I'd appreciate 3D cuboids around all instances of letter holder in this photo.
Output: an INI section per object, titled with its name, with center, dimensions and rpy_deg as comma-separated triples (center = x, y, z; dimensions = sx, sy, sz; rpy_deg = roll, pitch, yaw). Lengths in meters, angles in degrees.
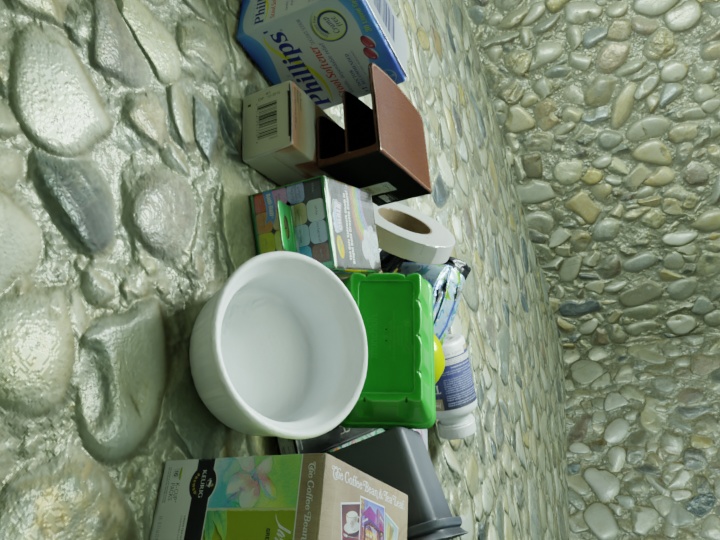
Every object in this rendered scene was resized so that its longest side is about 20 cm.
[letter holder]
center = 0.022, -0.201, 0.946
dimensions = 0.199, 0.099, 0.146
rpy_deg = 21, 62, -61

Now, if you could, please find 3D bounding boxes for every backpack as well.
[backpack]
center = 0.108, 0.066, 1.193
dimensions = 0.153, 0.160, 0.204
rpy_deg = 30, 71, -56

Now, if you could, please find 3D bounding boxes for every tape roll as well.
[tape roll]
center = 0.075, -0.074, 1.123
dimensions = 0.202, 0.200, 0.038
rpy_deg = -31, 147, -64

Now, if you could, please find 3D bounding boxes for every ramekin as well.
[ramekin]
center = -0.096, 0.090, 0.710
dimensions = 0.198, 0.097, 0.205
rpy_deg = 16, 63, -35

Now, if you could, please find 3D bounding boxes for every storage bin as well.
[storage bin]
center = 0.019, 0.289, 0.784
dimensions = 0.145, 0.197, 0.137
rpy_deg = 35, 34, -59

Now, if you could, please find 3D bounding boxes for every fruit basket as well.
[fruit basket]
center = 0.045, 0.112, 0.855
dimensions = 0.216, 0.152, 0.221
rpy_deg = 0, 90, -87

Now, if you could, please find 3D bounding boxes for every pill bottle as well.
[pill bottle]
center = 0.186, 0.247, 1.331
dimensions = 0.111, 0.109, 0.205
rpy_deg = -19, 98, -65

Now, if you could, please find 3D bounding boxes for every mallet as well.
[mallet]
center = 0.040, 0.015, 1.109
dimensions = 0.202, 0.041, 0.066
rpy_deg = -61, 140, -22

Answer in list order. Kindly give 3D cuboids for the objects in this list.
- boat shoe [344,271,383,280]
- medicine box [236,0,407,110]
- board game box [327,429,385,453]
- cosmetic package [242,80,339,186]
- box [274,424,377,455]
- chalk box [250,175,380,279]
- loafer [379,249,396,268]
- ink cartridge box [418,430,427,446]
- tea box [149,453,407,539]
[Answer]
[boat shoe]
center = 0.000, 0.000, 1.039
dimensions = 0.203, 0.072, 0.063
rpy_deg = 60, -9, 6
[medicine box]
center = -0.052, -0.349, 0.934
dimensions = 0.182, 0.196, 0.105
rpy_deg = 46, 38, -50
[board game box]
center = -0.008, 0.291, 0.955
dimensions = 0.200, 0.029, 0.137
rpy_deg = 51, 47, -48
[cosmetic package]
center = -0.083, -0.179, 0.931
dimensions = 0.199, 0.086, 0.106
rpy_deg = 27, 56, -61
[box]
center = -0.058, 0.135, 0.843
dimensions = 0.158, 0.043, 0.205
rpy_deg = -6, 81, -47
[chalk box]
center = -0.070, -0.051, 0.871
dimensions = 0.199, 0.121, 0.128
rpy_deg = 5, 77, -64
[loafer]
center = 0.041, -0.036, 1.173
dimensions = 0.071, 0.067, 0.201
rpy_deg = 64, 24, -12
[ink cartridge box]
center = 0.096, 0.287, 1.142
dimensions = 0.197, 0.042, 0.204
rpy_deg = -74, 147, -72
[tea box]
center = -0.074, 0.278, 0.637
dimensions = 0.200, 0.193, 0.136
rpy_deg = 45, 40, -50
